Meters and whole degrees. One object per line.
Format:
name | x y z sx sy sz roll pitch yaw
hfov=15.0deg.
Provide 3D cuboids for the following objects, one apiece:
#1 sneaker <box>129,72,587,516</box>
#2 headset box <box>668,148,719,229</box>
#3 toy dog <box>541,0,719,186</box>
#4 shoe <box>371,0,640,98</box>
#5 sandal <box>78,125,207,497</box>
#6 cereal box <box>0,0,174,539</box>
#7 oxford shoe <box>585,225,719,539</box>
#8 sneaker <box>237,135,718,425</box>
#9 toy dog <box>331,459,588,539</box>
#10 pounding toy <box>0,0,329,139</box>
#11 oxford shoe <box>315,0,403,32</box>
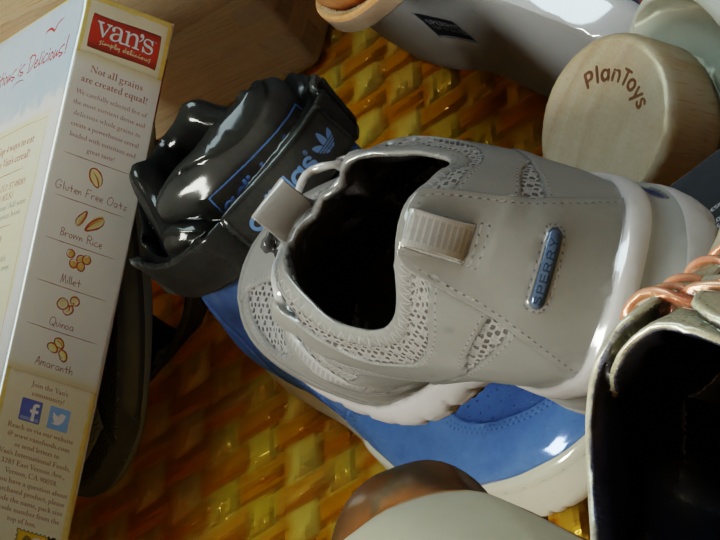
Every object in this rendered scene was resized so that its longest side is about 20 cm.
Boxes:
sneaker | -0.001 0.001 0.794 0.077 0.111 0.200 -48 30 -9
headset box | 0.161 0.014 0.602 0.174 0.093 0.200 -38 30 11
toy dog | 0.129 -0.091 0.716 0.200 0.132 0.096 -33 60 18
shoe | 0.065 -0.110 0.897 0.091 0.071 0.200 -53 26 -6
sandal | -0.077 -0.008 0.943 0.080 0.057 0.201 -51 26 37
cereal box | -0.124 0.020 0.898 0.144 0.039 0.200 -18 56 58
oxford shoe | 0.085 0.016 0.522 0.071 0.074 0.200 -24 35 33
sneaker | 0.008 -0.008 0.669 0.200 0.082 0.075 -8 64 66
toy dog | -0.013 0.134 0.569 0.200 0.194 0.140 -48 17 5
pounding toy | -0.112 -0.161 1.103 0.184 0.142 0.200 -22 36 31
oxford shoe | -0.010 -0.132 0.899 0.071 0.071 0.200 -45 22 6
